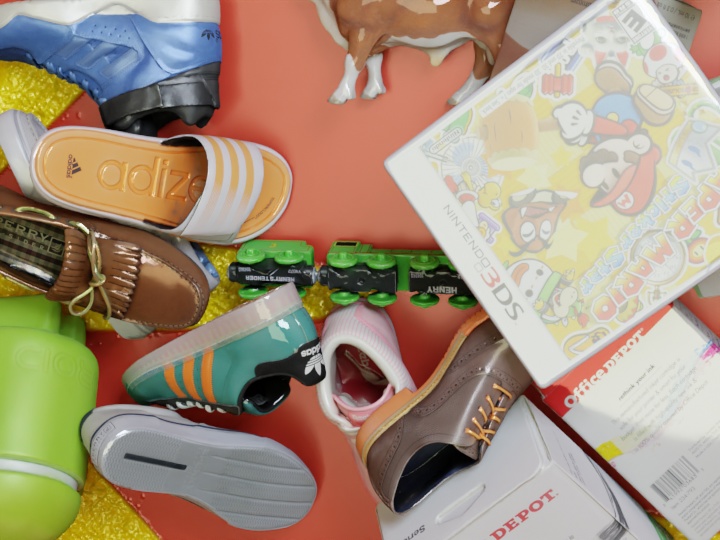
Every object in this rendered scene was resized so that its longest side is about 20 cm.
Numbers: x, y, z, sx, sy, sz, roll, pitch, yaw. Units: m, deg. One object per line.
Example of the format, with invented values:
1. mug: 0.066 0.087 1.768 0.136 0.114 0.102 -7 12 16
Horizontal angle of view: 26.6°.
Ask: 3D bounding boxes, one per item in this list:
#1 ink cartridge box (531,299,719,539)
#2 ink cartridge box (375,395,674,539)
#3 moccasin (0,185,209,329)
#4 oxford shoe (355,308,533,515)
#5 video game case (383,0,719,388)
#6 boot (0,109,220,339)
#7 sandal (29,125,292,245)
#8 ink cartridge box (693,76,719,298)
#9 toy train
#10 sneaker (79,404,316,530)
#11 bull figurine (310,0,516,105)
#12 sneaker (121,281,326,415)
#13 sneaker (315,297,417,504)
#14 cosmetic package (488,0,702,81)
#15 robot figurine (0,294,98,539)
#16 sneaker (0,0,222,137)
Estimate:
1. ink cartridge box: 0.213 0.086 1.109 0.200 0.067 0.116 44 103 0
2. ink cartridge box: 0.129 0.205 1.096 0.146 0.084 0.200 -39 120 14
3. moccasin: -0.205 -0.008 1.093 0.200 0.078 0.074 26 109 -4
4. oxford shoe: 0.084 0.090 1.039 0.071 0.073 0.200 31 113 -34
5. video game case: 0.144 -0.054 0.973 0.199 0.023 0.183 -36 90 12
6. boot: -0.187 -0.052 1.158 0.095 0.074 0.201 -31 102 7
7. sandal: -0.133 -0.060 1.092 0.205 0.059 0.080 4 93 -32
8. ink cartridge box: 0.267 -0.061 1.012 0.048 0.200 0.146 -27 95 -24
9. toy train: 0.000 0.000 1.136 0.198 0.056 0.042 2 112 9
10. sneaker: -0.120 0.139 1.152 0.199 0.071 0.073 26 98 -36
11. bull figurine: 0.031 -0.180 1.094 0.198 0.065 0.123 7 105 9
12. sneaker: -0.103 0.078 1.127 0.199 0.071 0.080 -26 91 45
13. sneaker: 0.019 0.124 1.131 0.075 0.105 0.202 -21 97 10
14. cosmetic package: 0.141 -0.101 1.044 0.087 0.103 0.202 10 102 -37
15. robot figurine: -0.260 0.121 1.147 0.115 0.176 0.202 -4 66 14
16. sneaker: -0.199 -0.142 1.133 0.198 0.077 0.112 -3 90 4
